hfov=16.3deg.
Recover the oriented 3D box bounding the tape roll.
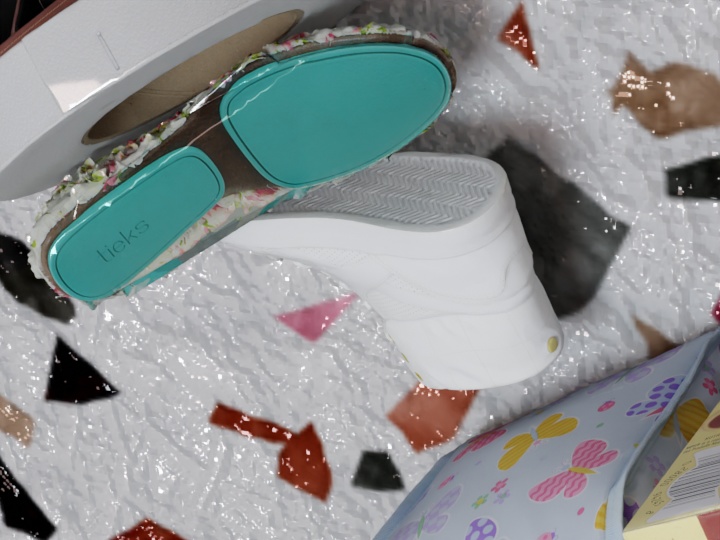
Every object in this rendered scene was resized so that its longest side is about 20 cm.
[{"bbox_3d":[-0.078,-0.093,1.040,0.203,0.203,0.037,-32,86,35],"label":"tape roll"}]

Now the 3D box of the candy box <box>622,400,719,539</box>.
[{"bbox_3d":[0.181,0.101,0.995,0.055,0.200,0.116,-17,104,34],"label":"candy box"}]

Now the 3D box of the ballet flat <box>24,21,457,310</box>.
[{"bbox_3d":[-0.055,-0.056,1.066,0.200,0.064,0.076,-27,118,6],"label":"ballet flat"}]

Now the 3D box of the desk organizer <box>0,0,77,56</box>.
[{"bbox_3d":[-0.122,-0.133,1.127,0.200,0.072,0.077,-33,93,35],"label":"desk organizer"}]

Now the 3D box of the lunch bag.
[{"bbox_3d":[0.090,0.134,1.061,0.169,0.200,0.127,-28,97,34],"label":"lunch bag"}]

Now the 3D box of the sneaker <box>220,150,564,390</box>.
[{"bbox_3d":[0.000,0.000,1.121,0.200,0.074,0.116,15,142,43],"label":"sneaker"}]
